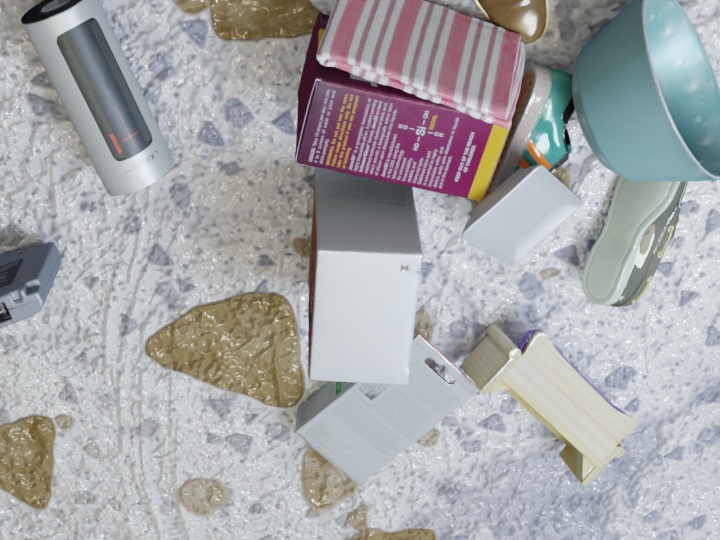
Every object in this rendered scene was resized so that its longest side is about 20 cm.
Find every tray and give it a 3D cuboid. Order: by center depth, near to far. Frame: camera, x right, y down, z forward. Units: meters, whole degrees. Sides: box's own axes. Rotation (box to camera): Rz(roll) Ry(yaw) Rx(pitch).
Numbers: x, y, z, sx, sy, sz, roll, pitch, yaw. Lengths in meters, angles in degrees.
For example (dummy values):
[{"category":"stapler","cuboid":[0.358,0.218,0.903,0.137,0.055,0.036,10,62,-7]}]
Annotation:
[{"category":"tray","cuboid":[0.167,-0.060,1.421,0.107,0.200,0.022,-41,70,11]}]

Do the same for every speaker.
[{"category":"speaker","cuboid":[-0.263,-0.179,1.379,0.080,0.082,0.202,-18,117,8]}]

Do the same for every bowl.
[{"category":"bowl","cuboid":[0.281,-0.170,1.358,0.104,0.202,0.202,-19,120,30]}]

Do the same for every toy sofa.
[{"category":"toy sofa","cuboid":[0.219,0.145,1.569,0.200,0.083,0.098,41,94,-21]}]

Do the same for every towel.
[{"category":"towel","cuboid":[0.061,-0.210,1.322,0.197,0.147,0.030,19,131,-1]}]

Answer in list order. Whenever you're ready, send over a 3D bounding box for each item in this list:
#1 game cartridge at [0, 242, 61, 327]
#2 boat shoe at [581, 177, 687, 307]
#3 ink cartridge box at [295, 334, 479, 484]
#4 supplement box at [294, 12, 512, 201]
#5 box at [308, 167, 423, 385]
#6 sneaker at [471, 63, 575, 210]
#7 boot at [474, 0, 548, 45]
[{"category":"game cartridge","cuboid":[-0.418,0.031,1.454,0.197,0.134,0.041,-18,118,7]},{"category":"boat shoe","cuboid":[0.308,-0.053,1.478,0.060,0.072,0.204,11,110,-40]},{"category":"ink cartridge box","cuboid":[0.030,0.150,1.577,0.200,0.051,0.109,-40,112,22]},{"category":"supplement box","cuboid":[0.040,-0.164,1.362,0.197,0.132,0.104,10,130,-9]},{"category":"box","cuboid":[0.000,0.000,1.417,0.105,0.201,0.154,3,118,-4]},{"category":"sneaker","cuboid":[0.180,-0.116,1.435,0.079,0.072,0.202,13,123,-15]},{"category":"boot","cuboid":[0.136,-0.301,1.332,0.073,0.076,0.202,-23,119,5]}]
